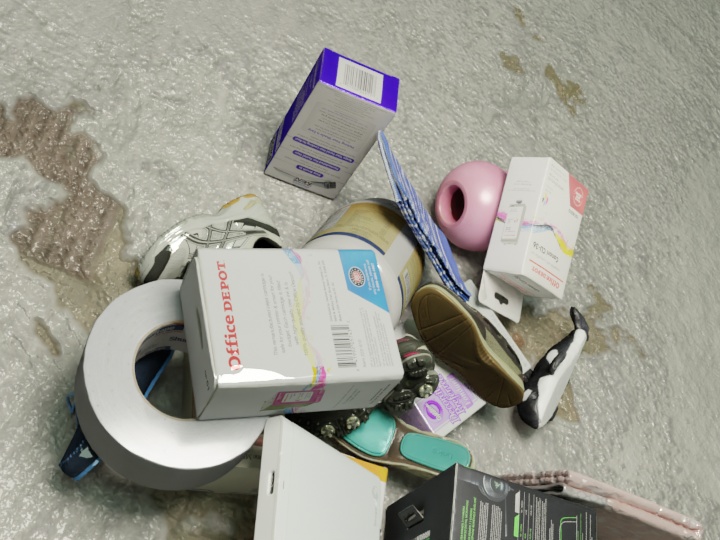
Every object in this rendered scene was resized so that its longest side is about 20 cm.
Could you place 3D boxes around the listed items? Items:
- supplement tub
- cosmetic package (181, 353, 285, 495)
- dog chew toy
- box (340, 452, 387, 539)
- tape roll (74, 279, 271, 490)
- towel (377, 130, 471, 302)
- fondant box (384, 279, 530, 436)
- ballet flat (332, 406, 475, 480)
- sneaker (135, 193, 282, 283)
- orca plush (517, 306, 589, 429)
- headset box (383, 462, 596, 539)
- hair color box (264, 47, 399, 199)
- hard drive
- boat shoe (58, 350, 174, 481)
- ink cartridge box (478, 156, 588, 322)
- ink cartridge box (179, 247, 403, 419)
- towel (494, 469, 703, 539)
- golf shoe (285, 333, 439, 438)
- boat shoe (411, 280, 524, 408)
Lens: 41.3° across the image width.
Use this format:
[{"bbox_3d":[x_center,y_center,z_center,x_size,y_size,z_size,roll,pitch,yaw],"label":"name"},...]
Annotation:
[{"bbox_3d":[0.000,0.000,1.156,0.144,0.145,0.200,41,26,-2],"label":"supplement tub"},{"bbox_3d":[-0.142,0.137,1.065,0.101,0.087,0.204,9,59,-24],"label":"cosmetic package"},{"bbox_3d":[0.202,-0.090,1.373,0.197,0.124,0.127,0,62,-38],"label":"dog chew toy"},{"bbox_3d":[-0.038,0.304,1.059,0.117,0.041,0.203,21,57,-18],"label":"box"},{"bbox_3d":[-0.184,0.113,0.962,0.196,0.066,0.204,12,58,-19],"label":"tape roll"},{"bbox_3d":[0.079,-0.064,1.190,0.201,0.024,0.146,56,13,-40],"label":"towel"},{"bbox_3d":[0.110,0.120,1.235,0.198,0.058,0.145,-29,80,-37],"label":"fondant box"},{"bbox_3d":[0.041,0.212,1.138,0.197,0.063,0.068,23,60,13],"label":"ballet flat"},{"bbox_3d":[-0.174,-0.022,1.146,0.199,0.076,0.088,-31,80,-37],"label":"sneaker"},{"bbox_3d":[0.248,0.128,1.300,0.070,0.106,0.202,18,59,24],"label":"orca plush"},{"bbox_3d":[0.134,0.307,1.067,0.197,0.174,0.094,20,55,-16],"label":"headset box"},{"bbox_3d":[-0.040,-0.185,1.235,0.107,0.200,0.066,19,53,-17],"label":"hair color box"},{"bbox_3d":[-0.038,0.248,0.979,0.200,0.026,0.134,42,42,-48],"label":"hard drive"},{"bbox_3d":[-0.270,0.130,1.010,0.069,0.083,0.201,46,35,-19],"label":"boat shoe"},{"bbox_3d":[0.233,-0.036,1.283,0.116,0.067,0.204,25,77,-46],"label":"ink cartridge box"},{"bbox_3d":[-0.073,0.060,0.953,0.196,0.085,0.147,1,61,-27],"label":"ink cartridge box"},{"bbox_3d":[0.275,0.287,1.144,0.188,0.200,0.033,23,71,-13],"label":"towel"},{"bbox_3d":[-0.008,0.134,1.119,0.196,0.079,0.088,-15,30,-5],"label":"golf shoe"},{"bbox_3d":[0.134,0.085,1.183,0.201,0.072,0.065,51,32,-21],"label":"boat shoe"}]
